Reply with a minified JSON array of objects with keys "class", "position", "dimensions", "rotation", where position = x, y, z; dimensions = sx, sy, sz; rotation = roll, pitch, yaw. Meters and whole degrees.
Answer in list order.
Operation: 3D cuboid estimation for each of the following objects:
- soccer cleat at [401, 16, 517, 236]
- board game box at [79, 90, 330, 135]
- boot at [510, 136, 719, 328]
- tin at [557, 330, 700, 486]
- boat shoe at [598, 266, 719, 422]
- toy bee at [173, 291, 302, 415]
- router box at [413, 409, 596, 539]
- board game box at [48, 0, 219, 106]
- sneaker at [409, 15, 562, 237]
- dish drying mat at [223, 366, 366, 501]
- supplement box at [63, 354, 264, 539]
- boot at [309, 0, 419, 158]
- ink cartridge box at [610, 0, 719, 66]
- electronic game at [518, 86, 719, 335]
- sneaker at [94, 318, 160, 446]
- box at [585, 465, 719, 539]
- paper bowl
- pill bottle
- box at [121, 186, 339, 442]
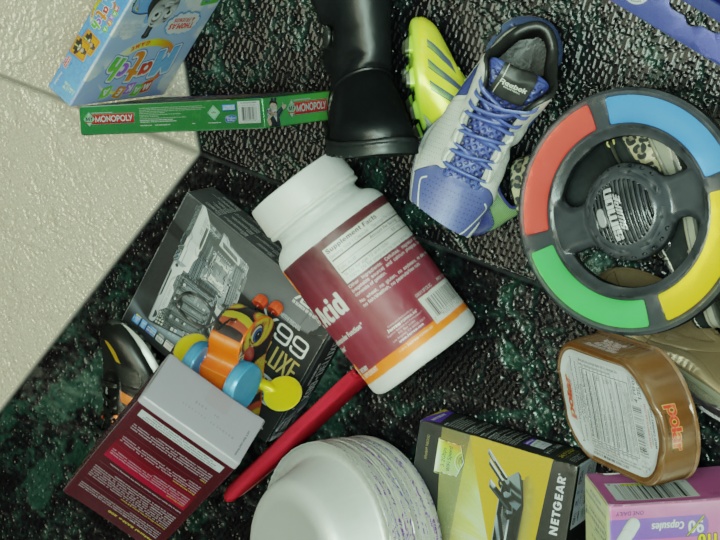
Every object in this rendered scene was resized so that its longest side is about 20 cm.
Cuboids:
[{"class":"soccer cleat","position":[0.088,-0.130,1.562],"dimensions":[0.084,0.065,0.200],"rotation":[-15,87,1]},{"class":"board game box","position":[-0.139,-0.146,1.631],"dimensions":[0.200,0.135,0.029],"rotation":[0,99,28]},{"class":"boot","position":[0.220,-0.032,1.485],"dimensions":[0.154,0.073,0.204],"rotation":[-21,79,29]},{"class":"tin","position":[0.217,0.112,1.460],"dimensions":[0.200,0.042,0.112],"rotation":[-162,64,-72]},{"class":"boat shoe","position":[0.271,0.073,1.479],"dimensions":[0.200,0.072,0.065],"rotation":[37,146,27]},{"class":"toy bee","position":[-0.106,0.079,1.625],"dimensions":[0.131,0.109,0.200],"rotation":[39,140,9]},{"class":"router box","position":[0.120,0.242,1.600],"dimensions":[0.157,0.052,0.200],"rotation":[14,105,27]},{"class":"board game box","position":[-0.187,-0.244,1.632],"dimensions":[0.037,0.151,0.200],"rotation":[43,116,15]},{"class":"sneaker","position":[0.106,-0.131,1.471],"dimensions":[0.081,0.115,0.199],"rotation":[28,90,1]},{"class":"dish drying mat","position":[-0.051,0.147,1.665],"dimensions":[0.200,0.077,0.018],"rotation":[-44,82,28]},{"class":"supplement box","position":[-0.183,0.171,1.626],"dimensions":[0.109,0.061,0.200],"rotation":[37,136,-7]},{"class":"boot","position":[0.000,-0.185,1.528],"dimensions":[0.076,0.200,0.168],"rotation":[-4,101,-8]},{"class":"ink cartridge box","position":[0.300,-0.269,1.421],"dimensions":[0.196,0.043,0.200],"rotation":[34,112,19]},{"class":"electronic game","position":[0.217,-0.047,1.420],"dimensions":[0.200,0.042,0.200],"rotation":[2,94,33]},{"class":"sneaker","position":[-0.228,0.150,1.731],"dimensions":[0.070,0.090,0.200],"rotation":[8,120,62]},{"class":"box","position":[0.280,0.268,1.448],"dimensions":[0.176,0.097,0.200],"rotation":[-3,99,-4]},{"class":"paper bowl","position":[-0.025,0.254,1.618],"dimensions":[0.201,0.104,0.201],"rotation":[7,99,52]},{"class":"pill bottle","position":[0.000,0.000,1.576],"dimensions":[0.114,0.114,0.200],"rotation":[-38,88,28]},{"class":"box","position":[-0.115,0.041,1.697],"dimensions":[0.200,0.050,0.158],"rotation":[39,115,18]}]
